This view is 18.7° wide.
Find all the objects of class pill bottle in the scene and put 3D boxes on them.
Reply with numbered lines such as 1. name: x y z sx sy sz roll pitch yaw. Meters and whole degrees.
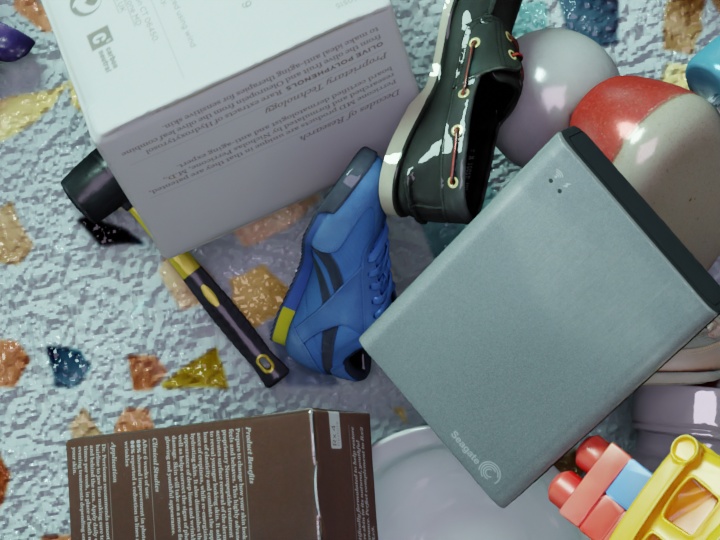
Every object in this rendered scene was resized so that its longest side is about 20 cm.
1. pill bottle: 0.210 0.175 1.409 0.119 0.120 0.201 6 88 1

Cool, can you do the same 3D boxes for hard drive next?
1. hard drive: 0.106 0.031 1.309 0.140 0.033 0.200 49 123 9

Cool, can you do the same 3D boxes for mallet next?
1. mallet: -0.126 0.002 1.468 0.066 0.041 0.201 -32 91 -2

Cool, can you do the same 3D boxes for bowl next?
1. bowl: 0.066 0.198 1.416 0.200 0.090 0.203 0 90 14

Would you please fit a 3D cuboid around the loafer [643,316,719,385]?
1. loafer: 0.216 0.038 1.398 0.199 0.072 0.063 -2 94 -42

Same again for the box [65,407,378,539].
1. box: -0.090 0.147 1.393 0.199 0.075 0.101 -8 81 34

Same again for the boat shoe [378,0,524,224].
1. boat shoe: 0.073 -0.119 1.356 0.063 0.074 0.202 11 67 23

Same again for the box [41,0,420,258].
1. box: -0.087 -0.157 1.376 0.199 0.171 0.200 -24 63 0

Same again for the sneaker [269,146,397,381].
1. sneaker: 0.000 0.000 1.396 0.078 0.201 0.066 31 52 10

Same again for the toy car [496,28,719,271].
1. toy car: 0.146 -0.086 1.428 0.184 0.177 0.200 -41 58 -13

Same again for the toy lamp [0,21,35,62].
1. toy lamp: -0.282 -0.073 1.464 0.058 0.058 0.201 23 85 2

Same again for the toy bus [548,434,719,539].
1. toy bus: 0.181 0.195 1.284 0.192 0.136 0.201 34 89 27
